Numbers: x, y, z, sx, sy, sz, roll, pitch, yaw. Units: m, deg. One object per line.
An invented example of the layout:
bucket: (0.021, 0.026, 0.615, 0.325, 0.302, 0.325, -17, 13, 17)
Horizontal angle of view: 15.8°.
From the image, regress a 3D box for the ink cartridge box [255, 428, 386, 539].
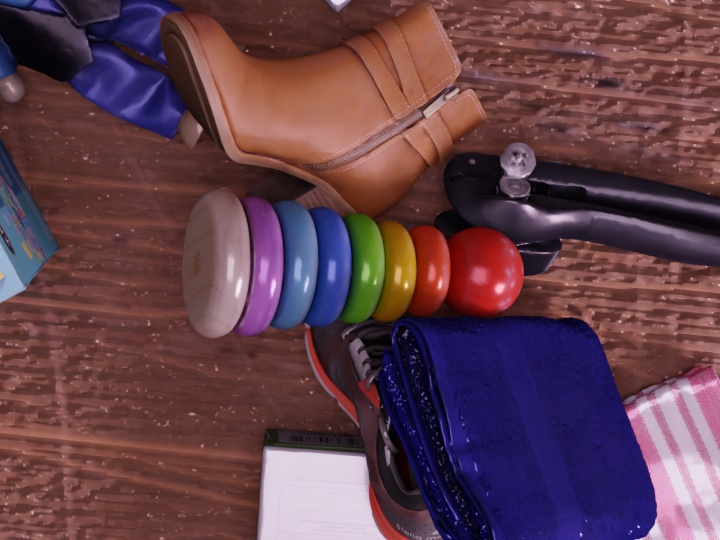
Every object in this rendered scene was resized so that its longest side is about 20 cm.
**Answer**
ink cartridge box: (-0.016, 0.203, 1.599, 0.103, 0.059, 0.201, 4, 97, -2)

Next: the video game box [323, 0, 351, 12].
video game box: (-0.012, -0.287, 1.549, 0.182, 0.047, 0.200, -42, 96, 1)

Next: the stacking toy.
stacking toy: (0.000, 0.000, 1.518, 0.199, 0.085, 0.086, 3, 97, -20)

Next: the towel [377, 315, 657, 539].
towel: (0.092, 0.098, 1.516, 0.049, 0.200, 0.148, -27, 75, 32)

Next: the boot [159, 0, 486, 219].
boot: (-0.021, -0.114, 1.530, 0.154, 0.074, 0.200, -35, 134, -4)

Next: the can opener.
can opener: (0.145, -0.037, 1.583, 0.199, 0.079, 0.064, 4, 58, -5)

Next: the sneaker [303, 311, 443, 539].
sneaker: (0.022, 0.066, 1.538, 0.077, 0.082, 0.201, -17, 63, -12)

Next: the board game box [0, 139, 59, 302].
board game box: (-0.237, -0.057, 1.493, 0.047, 0.200, 0.152, -28, 96, 2)

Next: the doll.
doll: (-0.170, -0.156, 1.558, 0.199, 0.048, 0.137, 27, 95, -7)

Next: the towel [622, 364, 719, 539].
towel: (0.161, 0.164, 1.614, 0.199, 0.030, 0.147, -26, 96, 2)
